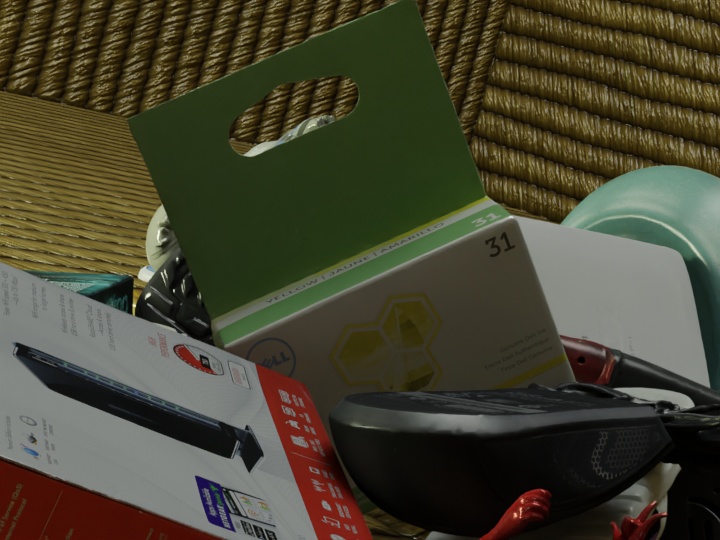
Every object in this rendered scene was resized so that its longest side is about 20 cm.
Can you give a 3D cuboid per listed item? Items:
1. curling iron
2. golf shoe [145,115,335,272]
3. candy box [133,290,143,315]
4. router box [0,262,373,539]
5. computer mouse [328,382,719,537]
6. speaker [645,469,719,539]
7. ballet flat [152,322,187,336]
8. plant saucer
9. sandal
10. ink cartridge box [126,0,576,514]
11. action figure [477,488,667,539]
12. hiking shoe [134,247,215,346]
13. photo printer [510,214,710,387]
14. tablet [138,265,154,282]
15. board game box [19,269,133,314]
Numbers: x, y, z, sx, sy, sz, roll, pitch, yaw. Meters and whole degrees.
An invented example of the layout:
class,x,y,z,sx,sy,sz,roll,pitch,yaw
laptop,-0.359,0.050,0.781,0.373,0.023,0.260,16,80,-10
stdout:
class,x,y,z,sx,sy,sz,roll,pitch,yaw
curling iron,0.113,0.037,0.986,0.199,0.050,0.026,28,29,-3
golf shoe,-0.079,-0.025,1.204,0.097,0.079,0.200,-17,7,32
candy box,-0.042,0.063,1.140,0.199,0.057,0.116,17,7,29
router box,-0.092,0.068,0.759,0.179,0.049,0.200,23,13,-18
computer mouse,0.072,0.078,0.831,0.199,0.053,0.138,2,4,-41
speaker,0.200,0.121,1.029,0.081,0.082,0.200,18,13,28
ballet flat,-0.096,0.060,0.985,0.074,0.075,0.200,13,6,-23
plant saucer,0.159,0.039,1.182,0.036,0.201,0.199,4,13,-46
sandal,0.095,0.113,0.900,0.082,0.050,0.202,5,27,37
ink cartridge box,0.000,0.000,0.923,0.145,0.201,0.048,-24,20,-7
action figure,0.073,0.120,0.726,0.065,0.099,0.200,33,0,-13
hiking shoe,-0.033,0.006,1.100,0.199,0.076,0.101,-24,-15,-26
photo printer,0.098,0.056,1.069,0.199,0.167,0.069,10,-24,-43
tablet,-0.015,0.018,1.190,0.199,0.014,0.130,17,20,33
board game box,-0.225,0.018,1.015,0.199,0.028,0.135,3,7,10
